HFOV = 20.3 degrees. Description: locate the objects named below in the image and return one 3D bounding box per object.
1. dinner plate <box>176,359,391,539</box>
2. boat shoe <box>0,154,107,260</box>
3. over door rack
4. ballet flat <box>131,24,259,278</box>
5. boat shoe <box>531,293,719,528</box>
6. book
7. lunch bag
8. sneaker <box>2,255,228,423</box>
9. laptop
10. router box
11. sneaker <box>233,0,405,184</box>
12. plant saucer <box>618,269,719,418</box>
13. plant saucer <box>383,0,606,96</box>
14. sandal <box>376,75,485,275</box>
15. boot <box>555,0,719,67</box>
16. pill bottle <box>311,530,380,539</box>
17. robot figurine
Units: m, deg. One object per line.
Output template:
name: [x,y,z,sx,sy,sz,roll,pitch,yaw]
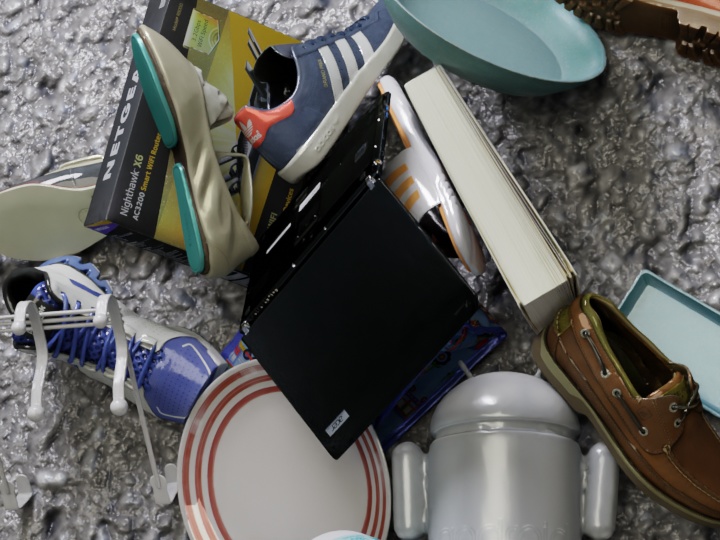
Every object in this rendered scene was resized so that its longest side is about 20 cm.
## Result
dinner plate: [-0.057,0.166,1.541,0.199,0.024,0.201,4,97,34]
boat shoe: [-0.227,-0.062,1.676,0.199,0.071,0.063,-15,27,15]
over door rack: [-0.234,0.114,1.550,0.147,0.201,0.067,-4,35,15]
ballet flat: [-0.121,-0.095,1.536,0.069,0.069,0.201,-12,99,13]
boat shoe: [0.212,0.102,1.451,0.200,0.072,0.068,43,131,2]
book: [0.101,-0.044,1.529,0.048,0.134,0.201,-29,68,0]
lunch bag: [-0.013,0.065,1.567,0.200,0.094,0.151,-49,65,14]
sneaker: [-0.215,0.056,1.594,0.199,0.115,0.081,32,103,22]
laptop: [0.000,0.000,1.479,0.103,0.200,0.177,34,119,-16]
router box: [-0.117,-0.104,1.608,0.052,0.157,0.201,-11,63,62]
sneaker: [-0.031,-0.164,1.586,0.084,0.075,0.200,38,54,-9]
plant saucer: [0.277,0.077,1.501,0.199,0.019,0.070,32,84,22]
plant saucer: [0.096,-0.191,1.568,0.200,0.200,0.036,41,123,23]
sandal: [0.037,-0.063,1.530,0.059,0.079,0.207,-27,47,3]
boot: [0.229,-0.241,1.583,0.199,0.075,0.108,21,77,7]
pill bottle: [0.033,0.252,1.386,0.200,0.111,0.111,10,74,53]
robot figurine: [0.107,0.161,1.475,0.168,0.113,0.201,-1,73,4]
